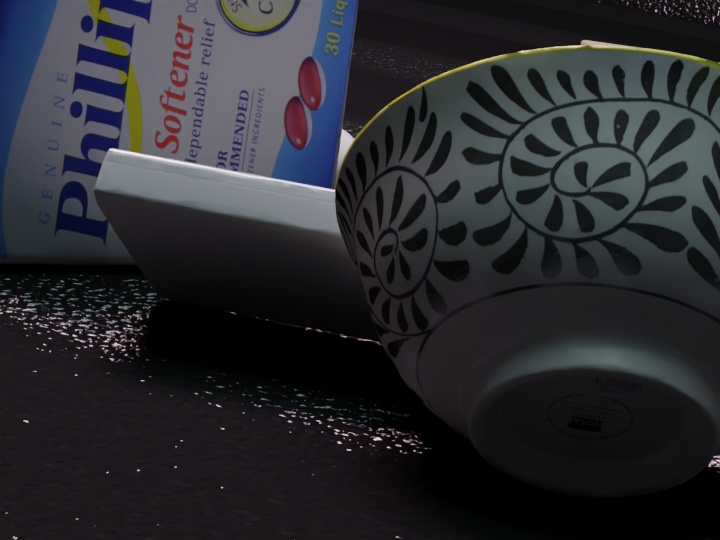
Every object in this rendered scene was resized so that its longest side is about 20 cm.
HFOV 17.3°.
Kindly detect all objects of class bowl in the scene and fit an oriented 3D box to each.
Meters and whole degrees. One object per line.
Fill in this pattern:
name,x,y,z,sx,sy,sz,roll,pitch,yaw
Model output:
bowl,0.086,0.020,0.840,0.200,0.094,0.201,5,-34,3

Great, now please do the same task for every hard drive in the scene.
hard drive,0.000,0.000,0.987,0.199,0.027,0.132,11,-18,12

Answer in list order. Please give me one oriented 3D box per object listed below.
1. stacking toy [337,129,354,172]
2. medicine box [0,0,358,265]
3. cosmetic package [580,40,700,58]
stacking toy,-0.073,-0.091,1.367,0.200,0.146,0.146,38,26,29
medicine box,-0.113,-0.100,1.137,0.200,0.183,0.103,0,14,-37
cosmetic package,0.224,-0.124,1.798,0.103,0.073,0.200,8,10,-5
